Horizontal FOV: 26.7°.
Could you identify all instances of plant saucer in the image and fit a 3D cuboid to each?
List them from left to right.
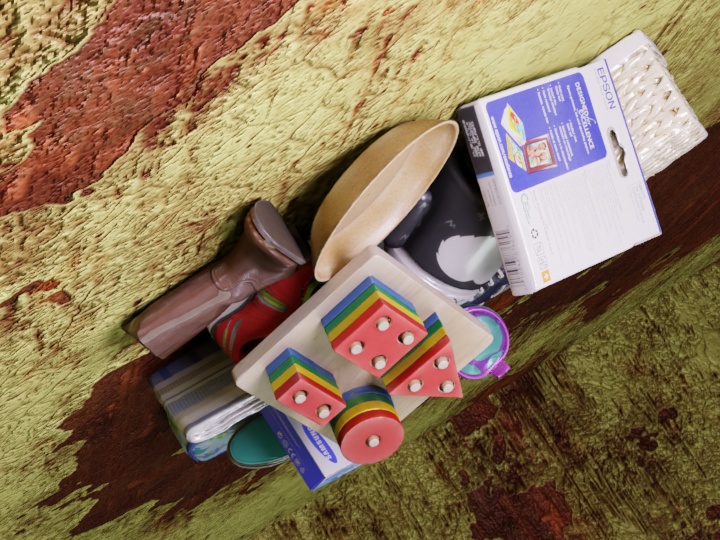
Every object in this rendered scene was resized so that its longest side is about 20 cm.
[{"bbox_3d":[0.014,-0.076,1.447,0.200,0.035,0.200,-45,168,-12],"label":"plant saucer"}]

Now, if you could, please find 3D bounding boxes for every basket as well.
[{"bbox_3d":[0.269,-0.149,1.670,0.200,0.124,0.136,-36,167,15],"label":"basket"}]

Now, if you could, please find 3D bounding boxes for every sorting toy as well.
[{"bbox_3d":[0.012,0.102,1.525,0.200,0.070,0.199,-42,131,16],"label":"sorting toy"}]

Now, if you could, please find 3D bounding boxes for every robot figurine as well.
[{"bbox_3d":[0.110,-0.049,1.611,0.200,0.150,0.125,-52,-172,30],"label":"robot figurine"}]

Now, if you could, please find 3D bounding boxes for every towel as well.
[{"bbox_3d":[-0.147,0.118,1.642,0.147,0.024,0.200,-29,-158,-12],"label":"towel"}]

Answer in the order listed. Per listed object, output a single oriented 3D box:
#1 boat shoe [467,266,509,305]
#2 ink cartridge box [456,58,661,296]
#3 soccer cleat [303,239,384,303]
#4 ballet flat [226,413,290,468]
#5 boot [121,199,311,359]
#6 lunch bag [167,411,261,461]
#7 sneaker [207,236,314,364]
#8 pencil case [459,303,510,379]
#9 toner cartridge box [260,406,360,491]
[{"bbox_3d":[0.153,0.002,1.827,0.093,0.075,0.200,-35,170,-26],"label":"boat shoe"},{"bbox_3d":[0.204,-0.098,1.544,0.200,0.198,0.047,-22,-175,-40],"label":"ink cartridge box"},{"bbox_3d":[-0.028,0.009,1.635,0.081,0.068,0.200,4,146,-41],"label":"soccer cleat"},{"bbox_3d":[-0.071,0.187,1.869,0.200,0.068,0.064,-30,170,-6],"label":"ballet flat"},{"bbox_3d":[-0.147,0.017,1.435,0.200,0.064,0.186,-29,166,5],"label":"boot"},{"bbox_3d":[-0.146,0.165,1.937,0.200,0.083,0.161,-29,170,-12],"label":"lunch bag"},{"bbox_3d":[-0.077,0.031,1.582,0.200,0.085,0.077,-41,167,34],"label":"sneaker"},{"bbox_3d":[0.098,0.080,1.784,0.085,0.093,0.200,-38,-166,-16],"label":"pencil case"},{"bbox_3d":[-0.069,0.153,1.800,0.095,0.200,0.043,-23,163,-40],"label":"toner cartridge box"}]
